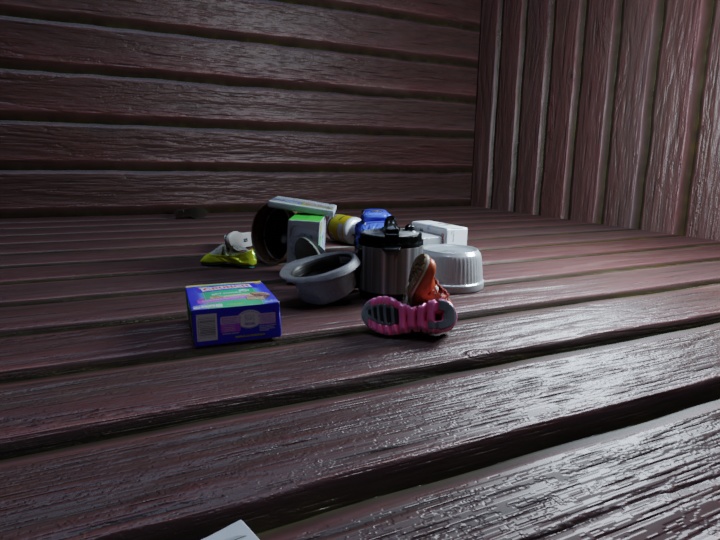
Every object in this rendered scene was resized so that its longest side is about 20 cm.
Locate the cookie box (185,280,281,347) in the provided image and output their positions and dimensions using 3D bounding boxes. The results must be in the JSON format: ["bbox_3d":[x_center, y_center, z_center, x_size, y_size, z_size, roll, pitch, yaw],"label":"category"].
[{"bbox_3d":[-0.263,0.081,1.109,0.168,0.077,0.200,-4,12,-21],"label":"cookie box"}]

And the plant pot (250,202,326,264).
[{"bbox_3d":[-0.232,-0.122,1.850,0.198,0.205,0.196,10,7,39],"label":"plant pot"}]

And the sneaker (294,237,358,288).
[{"bbox_3d":[-0.091,-0.011,1.467,0.200,0.075,0.106,47,24,22],"label":"sneaker"}]

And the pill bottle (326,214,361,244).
[{"bbox_3d":[-0.047,-0.167,2.247,0.110,0.114,0.199,-7,15,-36],"label":"pill bottle"}]

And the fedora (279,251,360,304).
[{"bbox_3d":[-0.090,0.024,1.326,0.196,0.092,0.177,-13,19,1],"label":"fedora"}]

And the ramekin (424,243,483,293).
[{"bbox_3d":[0.247,-0.010,1.523,0.196,0.107,0.200,1,11,0],"label":"ramekin"}]

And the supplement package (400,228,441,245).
[{"bbox_3d":[0.147,-0.055,1.690,0.118,0.124,0.199,-6,14,-26],"label":"supplement package"}]

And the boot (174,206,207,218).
[{"bbox_3d":[-0.966,-0.331,3.116,0.182,0.066,0.200,0,7,-16],"label":"boot"}]

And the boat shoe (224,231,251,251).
[{"bbox_3d":[-0.482,-0.110,2.060,0.091,0.076,0.200,-3,2,14],"label":"boat shoe"}]

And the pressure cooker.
[{"bbox_3d":[0.077,-0.037,1.400,0.176,0.204,0.174,-10,16,-40],"label":"pressure cooker"}]

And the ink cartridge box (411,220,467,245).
[{"bbox_3d":[0.243,-0.073,1.721,0.082,0.148,0.199,-5,13,-27],"label":"ink cartridge box"}]

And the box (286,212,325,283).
[{"bbox_3d":[-0.157,-0.068,1.588,0.094,0.180,0.200,3,11,1],"label":"box"}]

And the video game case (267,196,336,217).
[{"bbox_3d":[-0.174,-0.198,1.682,0.196,0.023,0.182,9,12,-2],"label":"video game case"}]

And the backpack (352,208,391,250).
[{"bbox_3d":[0.051,-0.126,1.928,0.159,0.171,0.200,-6,16,-2],"label":"backpack"}]

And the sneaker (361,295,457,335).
[{"bbox_3d":[0.100,0.099,1.110,0.196,0.081,0.095,4,-12,17],"label":"sneaker"}]

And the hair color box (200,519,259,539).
[{"bbox_3d":[-0.073,0.251,0.334,0.109,0.065,0.198,-10,17,-38],"label":"hair color box"}]

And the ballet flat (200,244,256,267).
[{"bbox_3d":[-0.422,-0.050,1.752,0.196,0.069,0.067,4,12,16],"label":"ballet flat"}]

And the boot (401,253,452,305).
[{"bbox_3d":[0.145,0.041,1.127,0.105,0.201,0.076,12,56,4],"label":"boot"}]
